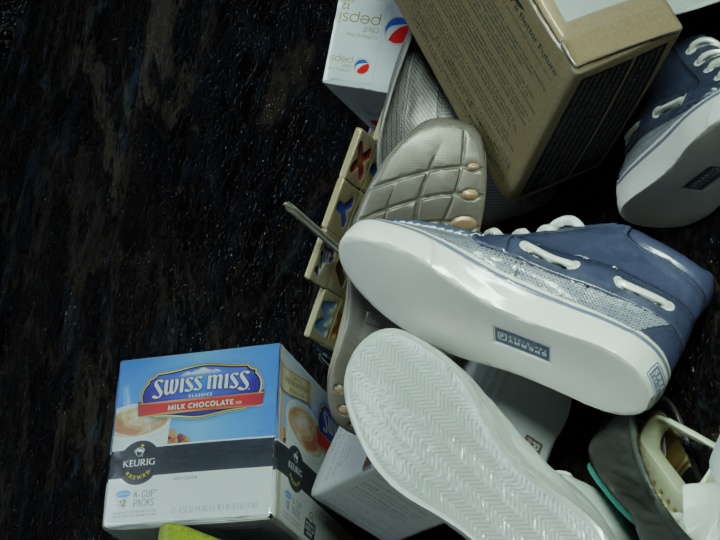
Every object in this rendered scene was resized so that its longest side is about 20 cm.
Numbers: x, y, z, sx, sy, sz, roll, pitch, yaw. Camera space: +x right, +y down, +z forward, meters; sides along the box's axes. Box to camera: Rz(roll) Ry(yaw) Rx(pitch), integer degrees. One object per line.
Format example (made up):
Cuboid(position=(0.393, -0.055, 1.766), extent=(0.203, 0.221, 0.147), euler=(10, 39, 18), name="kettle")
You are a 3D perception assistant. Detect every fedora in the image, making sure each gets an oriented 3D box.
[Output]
Cuboid(position=(0.081, -0.087, 1.110), extent=(0.200, 0.090, 0.177), euler=(-64, -30, -54), name="fedora")

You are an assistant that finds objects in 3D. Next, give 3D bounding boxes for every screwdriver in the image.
Cuboid(position=(0.000, 0.000, 1.071), extent=(0.029, 0.200, 0.028), euler=(16, 75, 41), name="screwdriver")

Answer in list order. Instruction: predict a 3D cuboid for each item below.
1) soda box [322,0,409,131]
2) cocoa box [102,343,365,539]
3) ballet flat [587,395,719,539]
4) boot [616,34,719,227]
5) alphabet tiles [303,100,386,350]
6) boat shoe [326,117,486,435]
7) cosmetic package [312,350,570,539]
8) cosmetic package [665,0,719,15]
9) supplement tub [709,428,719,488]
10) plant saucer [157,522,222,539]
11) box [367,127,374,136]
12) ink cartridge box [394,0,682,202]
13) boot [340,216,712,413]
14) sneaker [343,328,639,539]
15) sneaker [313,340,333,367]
Cuboid(position=(0.029, -0.143, 1.230), extent=(0.200, 0.064, 0.068), euler=(27, -106, -76), name="soda box")
Cuboid(position=(-0.085, 0.155, 1.249), extent=(0.200, 0.133, 0.132), euler=(53, -145, -57), name="cocoa box")
Cuboid(position=(0.171, 0.127, 0.871), extent=(0.068, 0.068, 0.200), euler=(-55, 28, 17), name="ballet flat")
Cuboid(position=(0.198, -0.097, 0.916), extent=(0.200, 0.073, 0.091), euler=(144, 134, -61), name="boot")
Cuboid(position=(0.013, -0.023, 1.133), extent=(0.167, 0.006, 0.200), euler=(-71, -20, -5), name="alphabet tiles")
Cuboid(position=(0.024, 0.001, 1.026), extent=(0.073, 0.074, 0.200), euler=(-86, 15, -79), name="boat shoe")
Cuboid(position=(0.053, 0.103, 1.097), extent=(0.200, 0.074, 0.102), euler=(-39, 22, 57), name="cosmetic package")
Cuboid(position=(0.163, -0.195, 1.002), extent=(0.200, 0.101, 0.074), euler=(17, 126, 69), name="cosmetic package")
Cuboid(position=(0.235, 0.016, 0.671), extent=(0.145, 0.145, 0.200), euler=(-125, 52, -61), name="supplement tub")
Cuboid(position=(-0.067, 0.291, 1.131), extent=(0.048, 0.200, 0.200), euler=(-38, -40, -57), name="plant saucer")
Cuboid(position=(0.041, -0.145, 1.366), extent=(0.041, 0.039, 0.200), euler=(36, 110, 65), name="box")
Cuboid(position=(0.086, -0.166, 0.974), extent=(0.200, 0.075, 0.165), euler=(64, 162, 17), name="ink cartridge box")
Cuboid(position=(0.093, 0.005, 0.950), extent=(0.090, 0.200, 0.073), euler=(-51, -23, -34), name="boot")
Cuboid(position=(0.077, 0.119, 0.943), extent=(0.074, 0.116, 0.200), euler=(-46, 61, 6), name="sneaker")
Cuboid(position=(0.002, 0.078, 1.262), extent=(0.078, 0.090, 0.200), euler=(133, 143, -50), name="sneaker")
